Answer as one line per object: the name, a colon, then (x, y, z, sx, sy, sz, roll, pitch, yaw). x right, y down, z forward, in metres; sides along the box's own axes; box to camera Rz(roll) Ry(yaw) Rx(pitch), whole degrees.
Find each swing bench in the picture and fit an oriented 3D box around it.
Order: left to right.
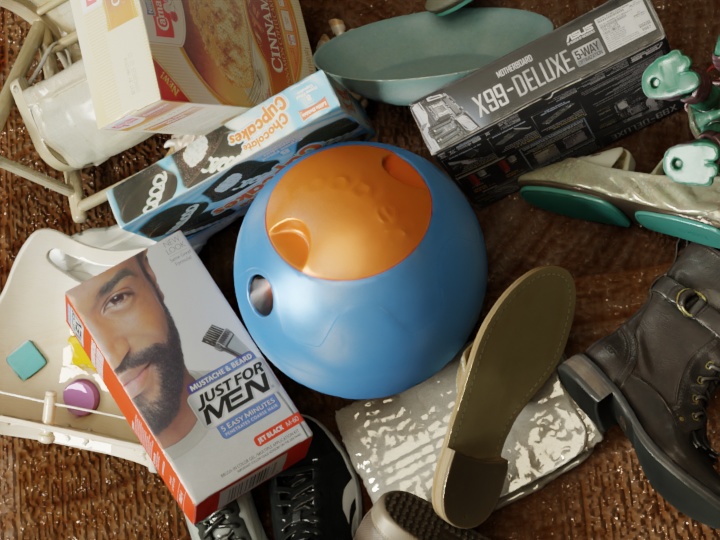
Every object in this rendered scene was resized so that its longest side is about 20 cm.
swing bench: (-0.221, -0.177, 1.466, 0.198, 0.129, 0.202, -20, 59, 37)

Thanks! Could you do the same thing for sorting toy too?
sorting toy: (-0.233, 0.061, 1.435, 0.198, 0.107, 0.182, 10, 88, 12)

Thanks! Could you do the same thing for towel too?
towel: (0.086, 0.128, 1.375, 0.199, 0.034, 0.133, -28, 68, 10)

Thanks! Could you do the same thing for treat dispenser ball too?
treat dispenser ball: (0.000, 0.000, 1.345, 0.199, 0.201, 0.203, -4, 75, 17)

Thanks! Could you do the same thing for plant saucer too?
plant saucer: (0.061, -0.170, 1.402, 0.199, 0.201, 0.039, -1, 113, 18)

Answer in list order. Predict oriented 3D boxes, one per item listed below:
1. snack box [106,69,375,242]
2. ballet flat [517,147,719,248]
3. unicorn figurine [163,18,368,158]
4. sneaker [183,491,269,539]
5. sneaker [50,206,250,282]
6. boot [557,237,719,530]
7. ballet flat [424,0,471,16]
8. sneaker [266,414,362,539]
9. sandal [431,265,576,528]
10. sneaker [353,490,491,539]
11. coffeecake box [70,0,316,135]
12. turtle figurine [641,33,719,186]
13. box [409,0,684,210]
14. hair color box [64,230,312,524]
snack box: (-0.093, -0.086, 1.369, 0.199, 0.116, 0.037, -29, 77, 10)
ballet flat: (0.222, -0.065, 1.357, 0.199, 0.067, 0.063, 15, 75, 30)
unicorn figurine: (-0.086, -0.156, 1.481, 0.198, 0.074, 0.138, 8, 74, 22)
sneaker: (-0.113, 0.210, 1.393, 0.073, 0.079, 0.202, -20, 72, 10)
sneaker: (-0.175, -0.015, 1.485, 0.199, 0.074, 0.088, -26, 82, 17)
boot: (0.266, 0.078, 1.301, 0.174, 0.069, 0.200, -38, 67, -11)
ballet flat: (0.129, -0.293, 1.447, 0.199, 0.067, 0.064, -32, 113, 4)
sneaker: (-0.041, 0.202, 1.354, 0.073, 0.112, 0.201, -18, 71, 11)
sandal: (0.094, 0.089, 1.328, 0.070, 0.077, 0.213, 22, 92, 60)
sneaker: (0.083, 0.251, 1.328, 0.199, 0.070, 0.076, 37, 124, 6)
coffeecake box: (-0.131, -0.190, 1.357, 0.073, 0.199, 0.155, -20, 80, 36)
turtle figurine: (0.294, -0.124, 1.310, 0.101, 0.199, 0.150, -40, 73, 41)
box: (0.154, -0.131, 1.352, 0.199, 0.158, 0.050, -27, 70, 10)
hair color box: (-0.137, 0.083, 1.349, 0.110, 0.064, 0.201, -30, 74, -19)
